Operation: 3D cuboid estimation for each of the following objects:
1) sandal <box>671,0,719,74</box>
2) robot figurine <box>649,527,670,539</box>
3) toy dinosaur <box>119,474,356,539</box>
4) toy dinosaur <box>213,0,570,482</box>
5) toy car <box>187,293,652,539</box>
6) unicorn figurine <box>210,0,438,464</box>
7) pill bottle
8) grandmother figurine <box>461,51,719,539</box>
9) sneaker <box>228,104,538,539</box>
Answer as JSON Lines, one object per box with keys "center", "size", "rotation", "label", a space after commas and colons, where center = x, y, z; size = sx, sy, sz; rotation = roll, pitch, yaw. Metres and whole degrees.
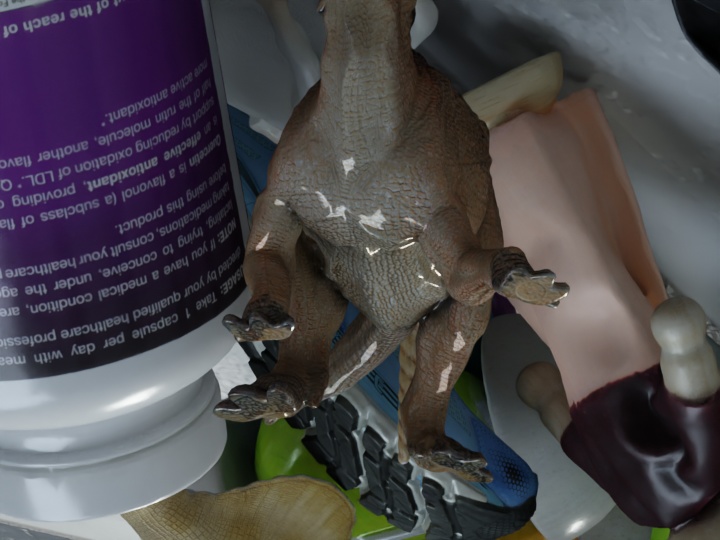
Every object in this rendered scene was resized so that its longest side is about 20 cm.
{"center": [0.113, -0.062, 0.660], "size": [0.200, 0.043, 0.076], "rotation": [29, 162, -6], "label": "sandal"}
{"center": [0.189, 0.092, 0.855], "size": [0.175, 0.116, 0.200], "rotation": [19, 160, 20], "label": "robot figurine"}
{"center": [-0.052, 0.099, 0.853], "size": [0.200, 0.101, 0.058], "rotation": [32, -155, -42], "label": "toy dinosaur"}
{"center": [0.011, -0.029, 0.687], "size": [0.085, 0.136, 0.200], "rotation": [7, 150, 0], "label": "toy dinosaur"}
{"center": [0.026, 0.061, 0.967], "size": [0.174, 0.151, 0.200], "rotation": [-18, 148, 18], "label": "toy car"}
{"center": [-0.024, -0.062, 0.779], "size": [0.200, 0.074, 0.138], "rotation": [47, 162, 31], "label": "unicorn figurine"}
{"center": [-0.091, -0.035, 0.705], "size": [0.112, 0.112, 0.201], "rotation": [12, 121, 39], "label": "pill bottle"}
{"center": [0.085, 0.034, 0.786], "size": [0.201, 0.060, 0.121], "rotation": [63, 170, 5], "label": "grandmother figurine"}
{"center": [0.000, 0.000, 0.842], "size": [0.200, 0.090, 0.078], "rotation": [53, 165, 14], "label": "sneaker"}
